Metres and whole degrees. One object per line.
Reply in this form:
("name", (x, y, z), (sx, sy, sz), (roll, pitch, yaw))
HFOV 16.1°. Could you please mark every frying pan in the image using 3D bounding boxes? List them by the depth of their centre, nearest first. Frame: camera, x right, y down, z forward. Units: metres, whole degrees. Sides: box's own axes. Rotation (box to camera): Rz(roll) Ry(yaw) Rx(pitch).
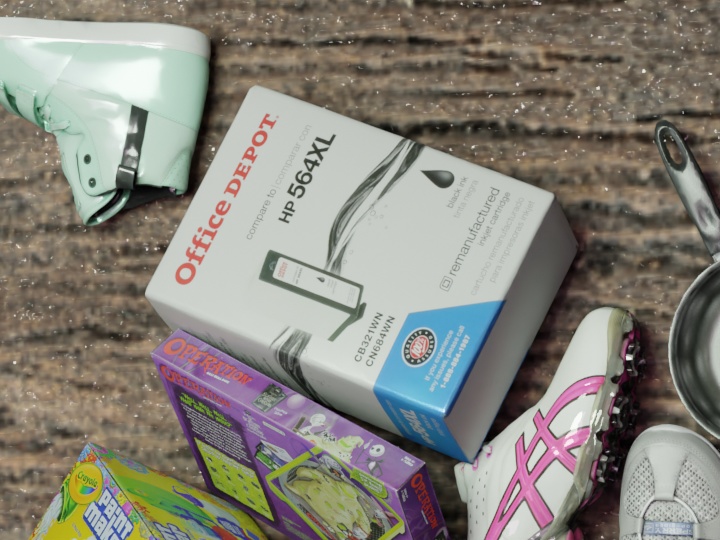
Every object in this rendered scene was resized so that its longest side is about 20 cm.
("frying pan", (0.202, 0.019, 1.419), (0.190, 0.031, 0.115), (44, 100, 21))

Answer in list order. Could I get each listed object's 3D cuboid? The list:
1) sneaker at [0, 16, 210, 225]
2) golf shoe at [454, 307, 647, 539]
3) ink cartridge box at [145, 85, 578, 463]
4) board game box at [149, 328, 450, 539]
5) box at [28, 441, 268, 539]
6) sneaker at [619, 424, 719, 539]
("sneaker", (-0.192, -0.089, 1.545), (0.200, 0.074, 0.118), (1, 80, 18))
("golf shoe", (0.097, 0.110, 1.422), (0.092, 0.073, 0.200), (20, 88, 18))
("ink cartridge box", (0.000, 0.000, 1.444), (0.200, 0.084, 0.146), (21, 75, 22))
("board game box", (-0.029, 0.115, 1.424), (0.200, 0.120, 0.032), (27, 62, 39))
("box", (-0.124, 0.236, 1.421), (0.193, 0.122, 0.200), (-58, 31, 8))
("sneaker", (0.174, 0.184, 1.388), (0.075, 0.082, 0.200), (-6, 84, 19))
